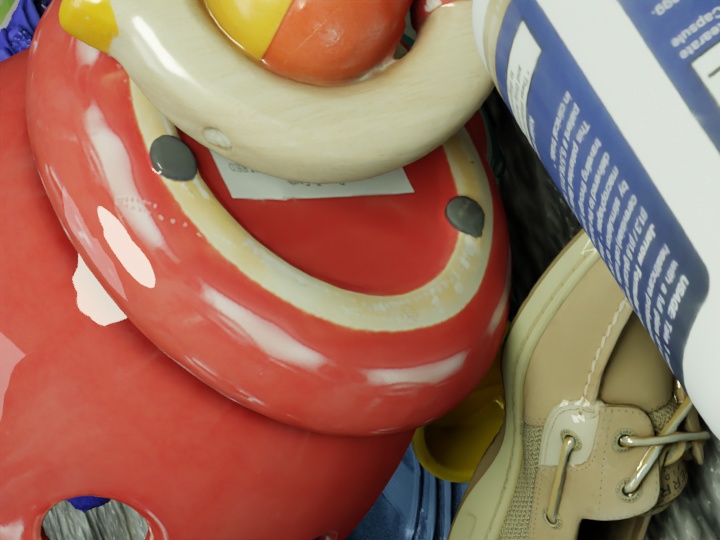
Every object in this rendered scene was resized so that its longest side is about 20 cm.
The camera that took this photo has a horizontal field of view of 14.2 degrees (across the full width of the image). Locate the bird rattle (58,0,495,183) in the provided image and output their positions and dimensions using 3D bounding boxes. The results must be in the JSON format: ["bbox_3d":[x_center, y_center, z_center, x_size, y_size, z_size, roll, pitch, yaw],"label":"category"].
[{"bbox_3d":[-0.005,-0.098,0.866,0.200,0.163,0.113,35,156,-16],"label":"bird rattle"}]

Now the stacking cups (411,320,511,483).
[{"bbox_3d":[0.000,0.000,1.061,0.200,0.060,0.061,47,146,48],"label":"stacking cups"}]

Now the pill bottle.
[{"bbox_3d":[0.116,-0.019,0.734,0.111,0.111,0.200,99,150,-48],"label":"pill bottle"}]

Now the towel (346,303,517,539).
[{"bbox_3d":[0.022,0.076,1.152,0.112,0.048,0.201,-127,29,-49],"label":"towel"}]

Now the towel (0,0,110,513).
[{"bbox_3d":[-0.129,-0.002,1.211,0.148,0.049,0.200,56,147,22],"label":"towel"}]

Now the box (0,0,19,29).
[{"bbox_3d":[-0.142,-0.089,1.330,0.144,0.036,0.200,-75,-33,-60],"label":"box"}]

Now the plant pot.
[{"bbox_3d":[-0.063,0.012,0.928,0.182,0.200,0.201,-41,62,39],"label":"plant pot"}]

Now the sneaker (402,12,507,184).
[{"bbox_3d":[-0.023,-0.084,1.077,0.200,0.093,0.070,41,99,35],"label":"sneaker"}]

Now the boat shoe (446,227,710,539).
[{"bbox_3d":[0.085,0.048,0.943,0.065,0.071,0.200,43,143,24],"label":"boat shoe"}]
